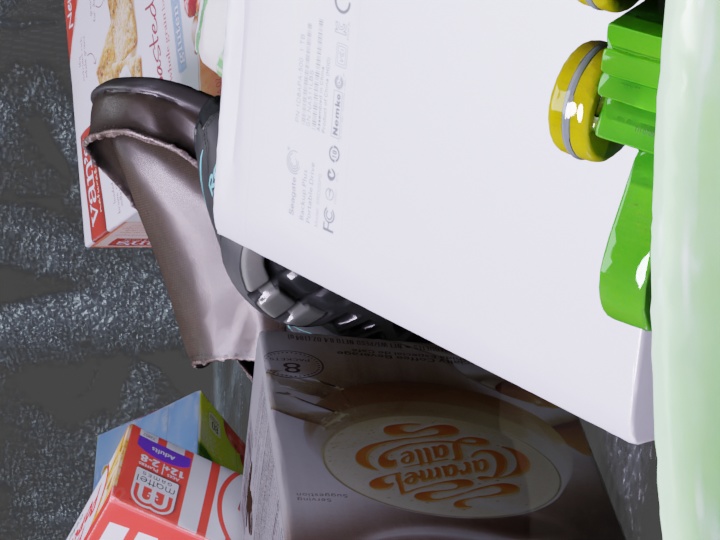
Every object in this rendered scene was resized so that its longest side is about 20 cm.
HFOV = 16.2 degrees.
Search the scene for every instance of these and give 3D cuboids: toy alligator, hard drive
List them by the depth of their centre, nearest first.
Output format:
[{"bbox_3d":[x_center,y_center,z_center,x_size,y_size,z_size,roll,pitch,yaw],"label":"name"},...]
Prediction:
[{"bbox_3d":[0.089,-0.083,0.619,0.054,0.059,0.201,-24,-54,-51],"label":"toy alligator"},{"bbox_3d":[0.027,-0.045,0.772,0.200,0.025,0.132,26,118,45],"label":"hard drive"}]

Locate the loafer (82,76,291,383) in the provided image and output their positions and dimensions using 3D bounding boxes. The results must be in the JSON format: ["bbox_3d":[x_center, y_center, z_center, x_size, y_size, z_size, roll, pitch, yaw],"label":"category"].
[{"bbox_3d":[-0.044,0.007,1.019,0.073,0.200,0.071,-12,34,55],"label":"loafer"}]

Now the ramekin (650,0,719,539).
[{"bbox_3d":[0.101,-0.014,0.271,0.200,0.097,0.201,-177,90,-84],"label":"ramekin"}]

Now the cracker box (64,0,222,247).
[{"bbox_3d":[-0.074,-0.096,1.126,0.200,0.058,0.134,150,116,-63],"label":"cracker box"}]

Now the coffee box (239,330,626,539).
[{"bbox_3d":[0.023,0.099,0.837,0.200,0.114,0.080,-105,21,-66],"label":"coffee box"}]

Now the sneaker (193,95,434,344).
[{"bbox_3d":[0.000,0.000,0.966,0.079,0.075,0.200,53,-179,39],"label":"sneaker"}]

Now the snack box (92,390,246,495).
[{"bbox_3d":[-0.052,0.186,1.199,0.200,0.068,0.169,52,-156,-34],"label":"snack box"}]

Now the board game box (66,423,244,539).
[{"bbox_3d":[-0.064,0.170,0.995,0.046,0.151,0.200,-81,18,-55],"label":"board game box"}]

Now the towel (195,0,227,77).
[{"bbox_3d":[0.003,-0.098,0.844,0.200,0.023,0.153,42,133,47],"label":"towel"}]
